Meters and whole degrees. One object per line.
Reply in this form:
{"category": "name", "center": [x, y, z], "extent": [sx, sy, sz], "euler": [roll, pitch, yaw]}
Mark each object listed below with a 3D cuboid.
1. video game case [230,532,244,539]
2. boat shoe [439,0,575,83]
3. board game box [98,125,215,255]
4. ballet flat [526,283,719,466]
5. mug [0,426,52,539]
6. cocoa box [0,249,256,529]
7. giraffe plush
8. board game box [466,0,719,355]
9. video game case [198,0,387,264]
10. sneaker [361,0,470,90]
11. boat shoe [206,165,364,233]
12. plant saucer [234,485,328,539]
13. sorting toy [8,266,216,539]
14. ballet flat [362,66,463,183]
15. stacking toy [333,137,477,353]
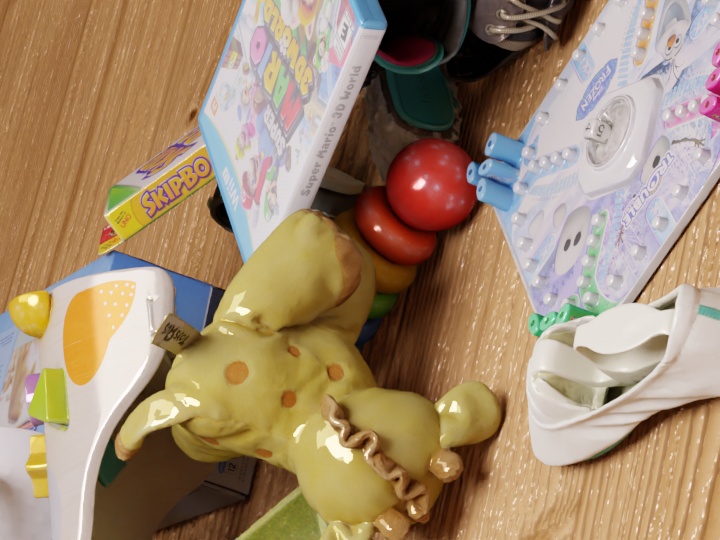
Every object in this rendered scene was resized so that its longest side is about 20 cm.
{"category": "video game case", "center": [-0.112, 0.265, 1.720], "extent": [0.200, 0.025, 0.181], "euler": [-34, 40, 53]}
{"category": "boat shoe", "center": [0.096, -0.158, 1.595], "extent": [0.200, 0.074, 0.073], "euler": [139, 134, -66]}
{"category": "board game box", "center": [-0.089, -0.081, 1.788], "extent": [0.200, 0.030, 0.096], "euler": [-38, 11, 5]}
{"category": "ballet flat", "center": [0.121, 0.044, 1.358], "extent": [0.200, 0.069, 0.069], "euler": [-28, 45, 57]}
{"category": "mug", "center": [-0.226, 0.191, 1.678], "extent": [0.200, 0.148, 0.175], "euler": [99, 169, -61]}
{"category": "cocoa box", "center": [-0.160, 0.086, 1.844], "extent": [0.200, 0.131, 0.133], "euler": [-25, 47, 58]}
{"category": "giraffe plush", "center": [-0.015, 0.078, 1.530], "extent": [0.173, 0.162, 0.200], "euler": [-58, -15, 16]}
{"category": "board game box", "center": [0.131, -0.073, 1.488], "extent": [0.200, 0.026, 0.200], "euler": [-57, 25, 24]}
{"category": "video game case", "center": [-0.042, -0.110, 1.583], "extent": [0.143, 0.018, 0.200], "euler": [-111, 32, -40]}
{"category": "sneaker", "center": [0.001, -0.132, 1.608], "extent": [0.200, 0.084, 0.121], "euler": [-61, 22, 25]}
{"category": "boat shoe", "center": [-0.051, -0.045, 1.804], "extent": [0.060, 0.072, 0.202], "euler": [-69, 17, -1]}
{"category": "plant saucer", "center": [-0.066, 0.245, 1.566], "extent": [0.200, 0.048, 0.200], "euler": [-41, 32, 20]}
{"category": "sorting toy", "center": [-0.148, 0.116, 1.624], "extent": [0.200, 0.107, 0.180], "euler": [72, -161, -67]}
{"category": "ballet flat", "center": [0.021, -0.130, 1.727], "extent": [0.072, 0.072, 0.200], "euler": [-48, 29, 38]}
{"category": "stacking toy", "center": [0.000, 0.000, 1.661], "extent": [0.200, 0.085, 0.085], "euler": [-46, 31, 28]}
